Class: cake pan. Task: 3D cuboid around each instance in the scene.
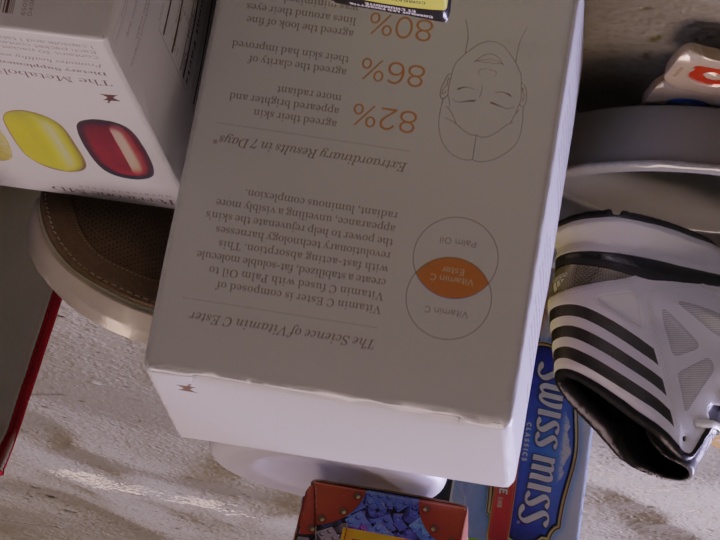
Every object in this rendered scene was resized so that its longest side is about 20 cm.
[{"bbox_3d":[0.162,-0.031,1.343,0.199,0.037,0.200,8,164,2],"label":"cake pan"}]

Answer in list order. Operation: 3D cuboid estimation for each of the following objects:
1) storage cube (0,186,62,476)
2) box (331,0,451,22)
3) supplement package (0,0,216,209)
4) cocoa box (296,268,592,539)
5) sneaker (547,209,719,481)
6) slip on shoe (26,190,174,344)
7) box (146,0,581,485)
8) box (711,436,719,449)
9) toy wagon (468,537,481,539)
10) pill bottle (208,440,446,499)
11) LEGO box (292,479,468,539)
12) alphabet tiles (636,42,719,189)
[{"bbox_3d":[-0.256,-0.021,1.412,0.179,0.201,0.171,9,158,16],"label":"storage cube"},{"bbox_3d":[0.009,-0.161,1.005,0.050,0.076,0.200,8,164,7],"label":"box"},{"bbox_3d":[-0.127,-0.113,1.179,0.113,0.110,0.200,8,163,10],"label":"supplement package"},{"bbox_3d":[0.050,0.075,1.528,0.131,0.201,0.133,12,160,-9],"label":"cocoa box"},{"bbox_3d":[0.175,0.050,1.337,0.200,0.116,0.076,13,163,-18],"label":"sneaker"},{"bbox_3d":[-0.106,-0.039,1.301,0.076,0.061,0.200,26,-156,-16],"label":"slip on shoe"},{"bbox_3d":[0.006,-0.027,1.200,0.151,0.201,0.106,9,163,7],"label":"box"},{"bbox_3d":[0.298,0.056,1.486,0.199,0.107,0.152,-3,159,38],"label":"box"},{"bbox_3d":[0.042,0.179,1.463,0.199,0.040,0.155,-6,152,31],"label":"toy wagon"},{"bbox_3d":[0.000,0.000,1.316,0.112,0.201,0.113,9,163,3],"label":"pill bottle"},{"bbox_3d":[0.000,0.213,1.329,0.077,0.150,0.200,10,150,6],"label":"LEGO box"},{"bbox_3d":[0.224,-0.066,1.290,0.195,0.015,0.200,10,164,-6],"label":"alphabet tiles"}]
